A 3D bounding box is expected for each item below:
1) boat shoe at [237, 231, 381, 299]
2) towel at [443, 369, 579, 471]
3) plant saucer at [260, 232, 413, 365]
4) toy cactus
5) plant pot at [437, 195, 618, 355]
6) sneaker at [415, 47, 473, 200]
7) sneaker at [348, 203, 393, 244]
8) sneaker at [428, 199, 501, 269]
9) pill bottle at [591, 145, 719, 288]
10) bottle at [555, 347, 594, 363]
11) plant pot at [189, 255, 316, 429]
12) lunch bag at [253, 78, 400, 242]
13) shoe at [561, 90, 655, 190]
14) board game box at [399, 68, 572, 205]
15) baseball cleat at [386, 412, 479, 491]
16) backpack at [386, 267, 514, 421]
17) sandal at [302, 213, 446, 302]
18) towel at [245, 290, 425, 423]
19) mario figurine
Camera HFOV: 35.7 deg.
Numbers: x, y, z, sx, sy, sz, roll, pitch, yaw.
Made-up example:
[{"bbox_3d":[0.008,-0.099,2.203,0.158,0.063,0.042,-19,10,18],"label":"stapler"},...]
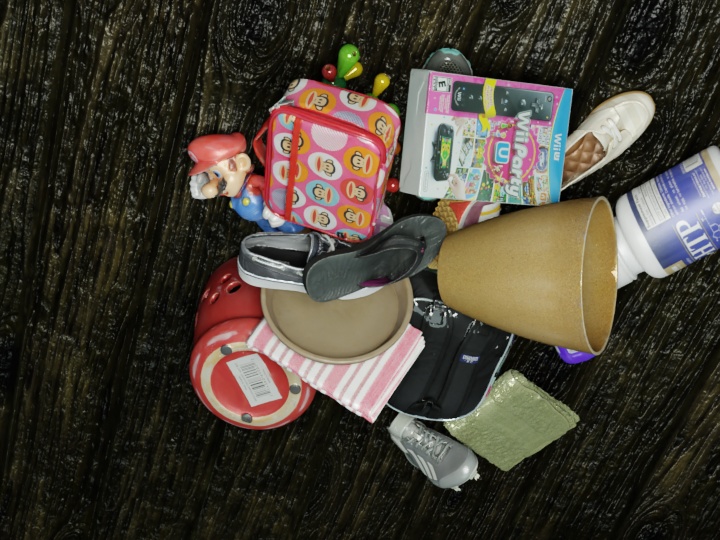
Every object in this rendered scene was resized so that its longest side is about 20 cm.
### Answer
[{"bbox_3d":[-0.056,-0.016,1.411,0.196,0.073,0.068,7,144,-6],"label":"boat shoe"},{"bbox_3d":[0.221,0.222,1.642,0.148,0.037,0.199,-38,136,18],"label":"towel"},{"bbox_3d":[-0.030,0.038,1.437,0.196,0.203,0.030,8,145,0],"label":"plant saucer"},{"bbox_3d":[-0.029,-0.183,1.430,0.162,0.103,0.202,-1,132,17],"label":"toy cactus"},{"bbox_3d":[0.202,0.004,1.381,0.197,0.187,0.189,1,124,26],"label":"plant pot"},{"bbox_3d":[0.102,-0.177,1.414,0.076,0.092,0.203,6,121,-1],"label":"sneaker"},{"bbox_3d":[0.000,0.000,1.542,0.079,0.088,0.204,16,100,14],"label":"sneaker"},{"bbox_3d":[0.157,-0.086,1.485,0.089,0.075,0.202,14,114,-44],"label":"sneaker"},{"bbox_3d":[0.397,-0.061,1.443,0.198,0.120,0.120,-30,115,21],"label":"pill bottle"},{"bbox_3d":[0.267,0.030,1.531,0.064,0.084,0.202,-18,118,26],"label":"bottle"},{"bbox_3d":[-0.142,0.104,1.553,0.196,0.184,0.204,3,122,5],"label":"plant pot"},{"bbox_3d":[-0.049,-0.136,1.363,0.173,0.083,0.202,19,142,7],"label":"lunch bag"},{"bbox_3d":[0.294,-0.153,1.435,0.199,0.054,0.070,-37,112,23],"label":"shoe"},{"bbox_3d":[0.153,-0.161,1.368,0.196,0.064,0.151,2,98,-24],"label":"board game box"},{"bbox_3d":[0.094,0.258,1.629,0.107,0.199,0.070,46,73,-17],"label":"baseball cleat"},{"bbox_3d":[0.107,0.102,1.545,0.174,0.151,0.203,11,116,-10],"label":"backpack"},{"bbox_3d":[0.026,-0.007,1.381,0.198,0.048,0.076,-23,120,-16],"label":"sandal"},{"bbox_3d":[-0.031,0.092,1.434,0.198,0.147,0.030,29,146,14],"label":"towel"},{"bbox_3d":[-0.162,-0.091,1.481,0.122,0.107,0.200,-31,116,23],"label":"mario figurine"}]
